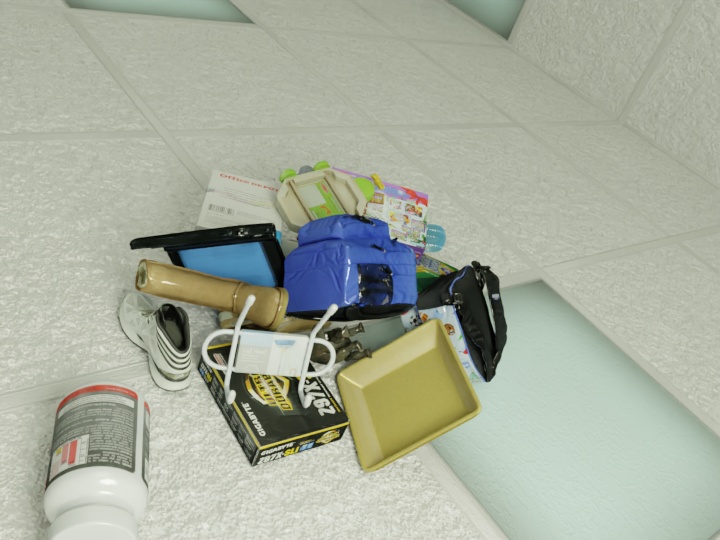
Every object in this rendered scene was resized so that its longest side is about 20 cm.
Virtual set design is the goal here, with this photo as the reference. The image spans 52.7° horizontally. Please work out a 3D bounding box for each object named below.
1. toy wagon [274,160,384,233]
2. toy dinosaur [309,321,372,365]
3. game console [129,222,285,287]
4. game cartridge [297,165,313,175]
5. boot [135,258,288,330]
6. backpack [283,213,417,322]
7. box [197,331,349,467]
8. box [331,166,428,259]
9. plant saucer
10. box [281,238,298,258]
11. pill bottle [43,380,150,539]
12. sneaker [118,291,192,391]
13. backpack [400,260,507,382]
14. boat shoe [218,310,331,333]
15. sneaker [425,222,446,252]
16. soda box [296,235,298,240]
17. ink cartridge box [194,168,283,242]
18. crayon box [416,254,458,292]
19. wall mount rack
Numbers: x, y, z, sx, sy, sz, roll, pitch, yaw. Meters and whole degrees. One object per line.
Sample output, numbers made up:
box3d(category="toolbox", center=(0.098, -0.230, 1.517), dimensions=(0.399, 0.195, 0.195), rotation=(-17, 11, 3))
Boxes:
box3d(category="toy wagon", center=(-0.049, -0.126, 1.299), dimensions=(0.199, 0.040, 0.156), rotation=(-18, 62, -26))
box3d(category="toy dinosaur", center=(-0.046, 0.124, 1.158), dimensions=(0.078, 0.102, 0.200), rotation=(69, 16, 7))
box3d(category="game console", center=(-0.228, -0.007, 1.141), dimensions=(0.198, 0.118, 0.176), rotation=(-6, 4, 16))
box3d(category="game cartridge", center=(-0.062, -0.089, 1.388), dimensions=(0.200, 0.041, 0.134), rotation=(46, 42, -34))
box3d(category="boot", center=(-0.225, 0.035, 1.086), dimensions=(0.199, 0.067, 0.175), rotation=(16, -7, -26))
box3d(category="backpack", center=(0.000, 0.000, 1.168), dimensions=(0.162, 0.169, 0.199), rotation=(0, -5, 44))
box3d(category="box", center=(-0.133, 0.187, 1.101), dimensions=(0.159, 0.050, 0.200), rotation=(-5, 42, -38))
box3d(category="box", center=(0.028, -0.108, 1.364), dimensions=(0.198, 0.039, 0.138), rotation=(15, 54, -10))
box3d(category="plant saucer", center=(0.076, 0.198, 1.128), dimensions=(0.049, 0.199, 0.201), rotation=(54, 10, -41))
box3d(category="box", center=(-0.052, 0.011, 1.289), dimensions=(0.199, 0.096, 0.077), rotation=(13, -1, -43))
box3d(category="pill bottle", center=(-0.310, 0.239, 0.862), dimensions=(0.115, 0.116, 0.201), rotation=(8, 36, -20))
box3d(category="sneaker", center=(-0.301, 0.074, 1.100), dimensions=(0.075, 0.116, 0.201), rotation=(-10, 45, -39))
box3d(category="backpack", center=(0.167, 0.107, 1.273), dimensions=(0.200, 0.153, 0.192), rotation=(-32, 98, -57))
box3d(category="boat shoe", center=(-0.141, 0.091, 1.228), dimensions=(0.198, 0.072, 0.077), rotation=(4, 53, -15))
box3d(category="sneaker", center=(0.066, -0.075, 1.448), dimensions=(0.198, 0.077, 0.081), rotation=(14, -3, -17))
box3d(category="soda box", center=(-0.068, -0.070, 1.486), dimensions=(0.070, 0.064, 0.200), rotation=(27, 33, 8))
box3d(category="ink cartridge box", center=(-0.222, -0.060, 1.307), dimensions=(0.146, 0.145, 0.201), rotation=(14, 34, -10))
box3d(category="crayon box", center=(0.099, -0.006, 1.476), dimensions=(0.199, 0.052, 0.126), rotation=(23, 17, 2))
box3d(category="wall mount rack", center=(-0.116, 0.106, 1.022), dimensions=(0.198, 0.175, 0.075), rotation=(7, 21, -20))
